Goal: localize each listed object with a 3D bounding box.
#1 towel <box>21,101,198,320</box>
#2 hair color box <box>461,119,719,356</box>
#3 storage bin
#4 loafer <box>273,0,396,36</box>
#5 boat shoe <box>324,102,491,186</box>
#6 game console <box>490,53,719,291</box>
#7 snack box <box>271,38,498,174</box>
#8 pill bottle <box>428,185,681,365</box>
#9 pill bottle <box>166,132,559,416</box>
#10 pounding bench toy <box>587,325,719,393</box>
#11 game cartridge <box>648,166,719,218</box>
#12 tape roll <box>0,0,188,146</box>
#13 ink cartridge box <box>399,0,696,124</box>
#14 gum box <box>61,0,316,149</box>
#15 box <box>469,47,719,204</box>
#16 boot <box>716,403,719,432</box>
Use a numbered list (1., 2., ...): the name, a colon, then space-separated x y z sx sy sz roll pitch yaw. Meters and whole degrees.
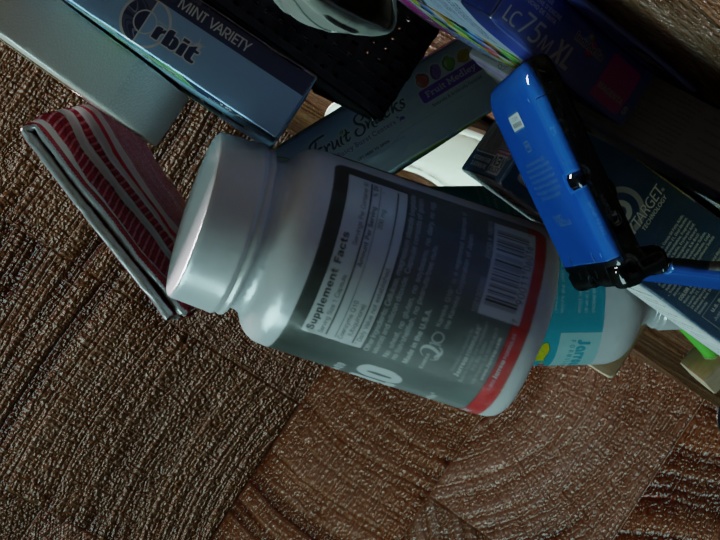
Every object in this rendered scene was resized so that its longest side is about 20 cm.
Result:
1. towel: -0.132 -0.040 1.700 0.144 0.023 0.200 51 -171 -1
2. hair color box: 0.162 -0.021 1.642 0.200 0.061 0.100 35 179 -13
3. storage bin: -0.056 -0.183 1.644 0.200 0.094 0.135 35 178 -27
4. loafer: -0.027 -0.177 1.384 0.070 0.070 0.200 29 168 26
5. boat shoe: 0.072 -0.100 2.271 0.201 0.072 0.060 21 -144 16
6. game console: 0.157 -0.043 1.447 0.200 0.118 0.171 160 85 -87
7. snack box: 0.001 -0.077 1.763 0.053 0.200 0.142 58 178 0
8. pill bottle: 0.100 0.003 1.741 0.199 0.111 0.111 -1 -176 -8
9. pill bottle: 0.000 0.000 1.597 0.199 0.114 0.114 18 -178 -11
10. pounding bench toy: 0.181 0.003 1.968 0.200 0.124 0.156 33 178 10
11. game cartridge: 0.195 -0.051 1.667 0.200 0.032 0.176 32 178 33
12. tape roll: -0.189 -0.142 1.656 0.203 0.037 0.203 35 178 1
13. ink cartridge box: 0.069 -0.136 1.470 0.119 0.042 0.200 34 177 -43
14. gum box: -0.108 -0.135 1.641 0.170 0.045 0.200 34 178 -3
15. box: 0.141 -0.085 1.513 0.200 0.042 0.039 31 177 39
16. boot: 0.304 0.089 1.733 0.200 0.188 0.069 71 -175 -81
